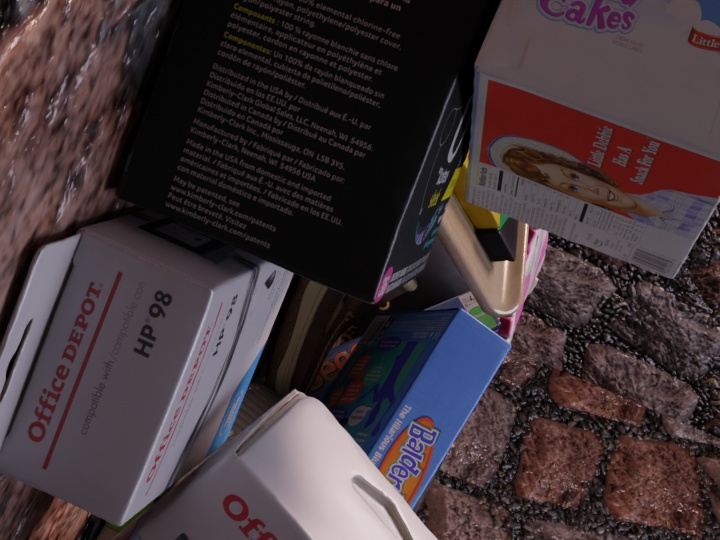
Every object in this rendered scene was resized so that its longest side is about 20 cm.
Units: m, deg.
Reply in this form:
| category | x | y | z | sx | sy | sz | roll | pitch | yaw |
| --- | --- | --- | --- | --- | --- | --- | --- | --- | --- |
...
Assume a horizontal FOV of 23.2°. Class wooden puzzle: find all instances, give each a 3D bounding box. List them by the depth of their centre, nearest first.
| category | x | y | z | sx | sy | sz | roll | pitch | yaw |
| --- | --- | --- | --- | --- | --- | --- | --- | --- | --- |
| wooden puzzle | 0.072 | -0.092 | 1.082 | 0.200 | 0.037 | 0.185 | 48 | 44 | -55 |

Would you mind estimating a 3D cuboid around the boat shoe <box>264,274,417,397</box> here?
| category | x | y | z | sx | sy | sz | roll | pitch | yaw |
| --- | --- | --- | --- | --- | --- | --- | --- | --- | --- |
| boat shoe | 0.000 | 0.002 | 1.109 | 0.075 | 0.075 | 0.202 | -84 | -166 | -70 |

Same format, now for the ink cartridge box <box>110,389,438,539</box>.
| category | x | y | z | sx | sy | sz | roll | pitch | yaw |
| --- | --- | --- | --- | --- | --- | --- | --- | --- | --- |
| ink cartridge box | -0.061 | 0.177 | 0.868 | 0.200 | 0.145 | 0.088 | -40 | -179 | 27 |

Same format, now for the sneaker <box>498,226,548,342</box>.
| category | x | y | z | sx | sy | sz | roll | pitch | yaw |
| --- | --- | --- | --- | --- | --- | --- | --- | --- | --- |
| sneaker | 0.100 | 0.010 | 1.359 | 0.200 | 0.081 | 0.088 | -66 | 165 | 4 |

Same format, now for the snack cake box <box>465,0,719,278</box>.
| category | x | y | z | sx | sy | sz | roll | pitch | yaw |
| --- | --- | --- | --- | --- | --- | --- | --- | --- | --- |
| snack cake box | 0.112 | -0.066 | 0.790 | 0.200 | 0.115 | 0.067 | 83 | 30 | -77 |

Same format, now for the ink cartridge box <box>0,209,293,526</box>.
| category | x | y | z | sx | sy | sz | roll | pitch | yaw |
| --- | --- | --- | --- | --- | --- | --- | --- | --- | --- |
| ink cartridge box | -0.098 | 0.039 | 0.790 | 0.200 | 0.067 | 0.116 | -34 | 147 | -75 |

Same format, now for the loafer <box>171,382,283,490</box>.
| category | x | y | z | sx | sy | sz | roll | pitch | yaw |
| --- | --- | --- | --- | --- | --- | --- | --- | --- | --- |
| loafer | -0.079 | 0.128 | 1.020 | 0.070 | 0.075 | 0.200 | -54 | 177 | 24 |

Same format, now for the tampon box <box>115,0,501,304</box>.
| category | x | y | z | sx | sy | sz | roll | pitch | yaw |
| --- | --- | --- | --- | --- | --- | --- | --- | --- | --- |
| tampon box | -0.002 | -0.106 | 0.796 | 0.150 | 0.126 | 0.200 | -30 | 142 | -77 |

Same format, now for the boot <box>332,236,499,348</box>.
| category | x | y | z | sx | sy | sz | roll | pitch | yaw |
| --- | --- | --- | --- | --- | --- | --- | --- | --- | --- |
| boot | 0.030 | 0.029 | 1.272 | 0.073 | 0.151 | 0.200 | -121 | -146 | -48 |

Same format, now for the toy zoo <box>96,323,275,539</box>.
| category | x | y | z | sx | sy | sz | roll | pitch | yaw |
| --- | --- | --- | --- | --- | --- | --- | --- | --- | --- |
| toy zoo | -0.096 | 0.081 | 1.069 | 0.131 | 0.020 | 0.200 | 74 | 40 | -77 |

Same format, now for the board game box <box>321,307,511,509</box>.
| category | x | y | z | sx | sy | sz | roll | pitch | yaw |
| --- | --- | --- | --- | --- | --- | --- | --- | --- | --- |
| board game box | -0.002 | 0.118 | 1.078 | 0.200 | 0.045 | 0.152 | -57 | -166 | -12 |

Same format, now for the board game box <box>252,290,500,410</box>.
| category | x | y | z | sx | sy | sz | roll | pitch | yaw |
| --- | --- | --- | --- | --- | --- | --- | --- | --- | --- |
| board game box | -0.004 | 0.094 | 1.227 | 0.200 | 0.034 | 0.135 | -22 | 153 | -17 |
